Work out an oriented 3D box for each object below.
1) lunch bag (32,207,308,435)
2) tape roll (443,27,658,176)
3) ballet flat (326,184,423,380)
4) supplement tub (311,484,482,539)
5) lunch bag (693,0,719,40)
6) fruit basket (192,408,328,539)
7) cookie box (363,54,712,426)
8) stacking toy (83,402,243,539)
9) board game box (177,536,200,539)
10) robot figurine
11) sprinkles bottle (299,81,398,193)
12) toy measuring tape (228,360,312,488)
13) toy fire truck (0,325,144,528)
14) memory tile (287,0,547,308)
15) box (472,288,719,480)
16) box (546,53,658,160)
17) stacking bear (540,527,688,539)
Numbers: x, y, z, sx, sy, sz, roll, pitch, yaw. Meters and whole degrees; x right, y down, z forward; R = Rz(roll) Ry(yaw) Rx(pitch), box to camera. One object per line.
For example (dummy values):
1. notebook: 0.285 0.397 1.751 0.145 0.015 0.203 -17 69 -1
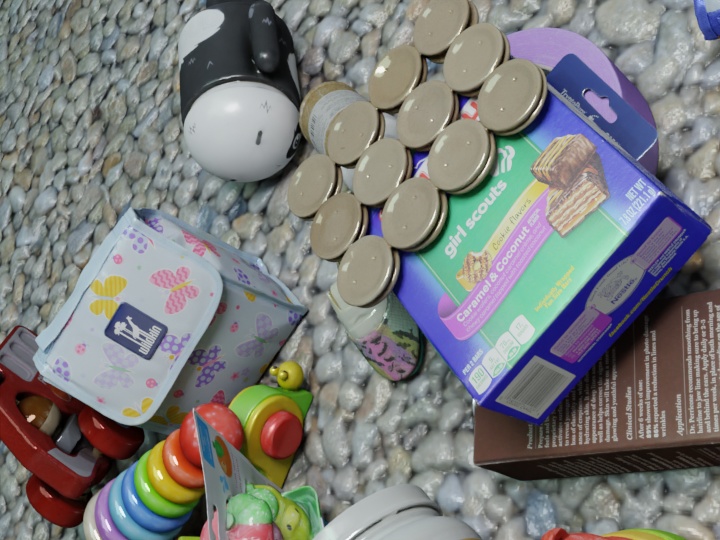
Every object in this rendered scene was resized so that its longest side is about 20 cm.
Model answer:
1. lunch bag: -0.174 0.052 0.968 0.171 0.199 0.127 -54 46 6
2. tape roll: 0.132 -0.087 0.854 0.198 0.065 0.203 -20 58 34
3. ballet flat: 0.000 0.000 0.926 0.069 0.071 0.203 -31 53 29
4. supplement tub: 0.052 0.255 0.695 0.145 0.144 0.200 -49 56 12
5. lunch bag: 0.314 -0.257 0.730 0.168 0.124 0.203 -11 56 37
6. fruit basket: -0.067 0.219 0.800 0.092 0.201 0.187 -16 55 3
7. cookie box: 0.099 -0.031 0.715 0.172 0.075 0.201 -51 46 14
8. stacking toy: -0.164 0.184 0.931 0.200 0.084 0.086 -45 46 36
9. board game box: -0.143 0.337 0.893 0.102 0.047 0.203 -47 42 47
10. robot figurine: -0.121 -0.186 1.086 0.123 0.151 0.203 -15 58 11
11. sprinkles bottle: -0.006 -0.118 0.937 0.069 0.068 0.200 -54 22 8
12. toy measuring tape: -0.100 0.172 0.938 0.073 0.073 0.203 16 82 44
13. toy fire truck: -0.299 0.139 1.040 0.113 0.167 0.200 -51 11 11
14. memory tile: 0.032 -0.085 0.737 0.201 0.017 0.154 -50 44 15
15. box: 0.176 0.083 0.731 0.198 0.075 0.102 -11 64 36
16. box: 0.111 -0.063 0.794 0.200 0.032 0.122 -47 47 14
17. stacking bear: 0.156 0.198 0.605 0.113 0.199 0.123 2 72 41
